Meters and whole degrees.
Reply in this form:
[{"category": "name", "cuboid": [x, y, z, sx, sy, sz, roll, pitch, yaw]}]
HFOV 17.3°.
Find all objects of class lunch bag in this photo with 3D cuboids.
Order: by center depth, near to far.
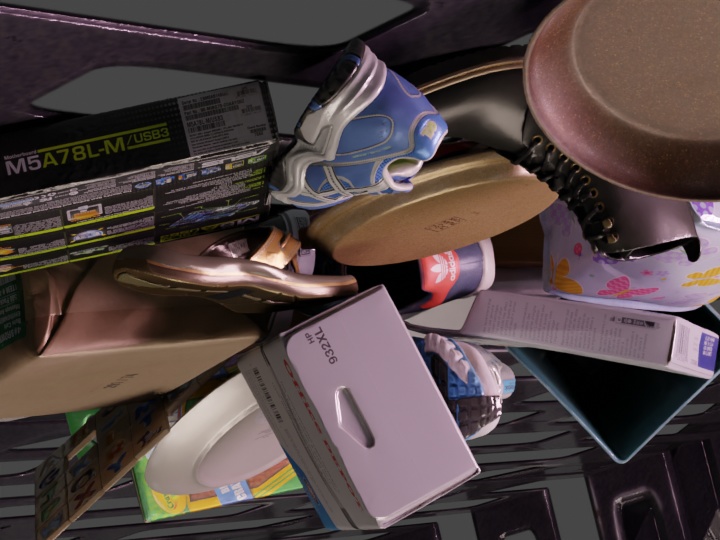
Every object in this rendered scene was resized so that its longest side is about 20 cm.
[{"category": "lunch bag", "cuboid": [0.251, -0.046, 1.728, 0.200, 0.127, 0.170, 9, 157, -35]}]

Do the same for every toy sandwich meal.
[{"category": "toy sandwich meal", "cuboid": [0.046, -0.061, 1.584, 0.205, 0.070, 0.205, -15, 167, -4]}]

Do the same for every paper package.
[{"category": "paper package", "cuboid": [-0.191, 0.032, 1.661, 0.190, 0.104, 0.200, -6, 167, -32]}]

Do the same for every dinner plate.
[{"category": "dinner plate", "cuboid": [-0.074, 0.118, 1.814, 0.200, 0.024, 0.200, -30, 157, -14]}]

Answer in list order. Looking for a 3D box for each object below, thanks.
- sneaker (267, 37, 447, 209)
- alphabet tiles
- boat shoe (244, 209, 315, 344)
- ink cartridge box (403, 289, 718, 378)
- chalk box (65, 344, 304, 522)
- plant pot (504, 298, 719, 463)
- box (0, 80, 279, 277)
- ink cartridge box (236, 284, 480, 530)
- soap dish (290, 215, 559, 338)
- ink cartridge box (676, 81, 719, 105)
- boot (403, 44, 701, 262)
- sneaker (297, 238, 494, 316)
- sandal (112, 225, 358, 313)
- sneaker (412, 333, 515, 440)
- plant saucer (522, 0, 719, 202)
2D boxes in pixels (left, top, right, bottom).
[{"category": "sneaker", "cuboid": [-0.002, -0.068, 1.410, 0.077, 0.076, 0.200, 33, 166, -1]}, {"category": "alphabet tiles", "cuboid": [-0.174, 0.115, 1.791, 0.200, 0.008, 0.167, -43, -164, 5]}, {"category": "boat shoe", "cuboid": [-0.083, 0.009, 1.759, 0.066, 0.070, 0.200, -6, 166, -15]}, {"category": "ink cartridge box", "cuboid": [0.153, 0.044, 1.754, 0.200, 0.041, 0.200, 8, 177, 17]}, {"category": "chalk box", "cuboid": [-0.142, 0.118, 1.955, 0.200, 0.125, 0.124, -13, -152, -4]}, {"category": "plant pot", "cuboid": [0.207, 0.045, 1.973, 0.141, 0.141, 0.200, -44, -173, 4]}, {"category": "box", "cuboid": [-0.152, -0.052, 1.457, 0.200, 0.048, 0.193, -13, 171, -7]}, {"category": "ink cartridge box", "cuboid": [-0.005, 0.098, 1.633, 0.084, 0.145, 0.200, -28, 180, -13]}, {"category": "soap dish", "cuboid": [0.050, 0.007, 1.858, 0.200, 0.081, 0.157, -24, 164, 41]}, {"category": "ink cartridge box", "cuboid": [0.285, -0.141, 1.477, 0.104, 0.059, 0.200, -23, 164, 38]}, {"category": "boot", "cuboid": [0.118, -0.065, 1.460, 0.200, 0.139, 0.077, -8, 167, -20]}, {"category": "sneaker", "cuboid": [0.000, 0.000, 1.735, 0.200, 0.075, 0.084, -12, 180, 43]}, {"category": "sandal", "cuboid": [-0.076, -0.006, 1.547, 0.200, 0.054, 0.080, 11, 165, -44]}, {"category": "sneaker", "cuboid": [0.077, 0.079, 1.698, 0.086, 0.075, 0.200, 3, -173, -16]}, {"category": "plant saucer", "cuboid": [0.195, -0.117, 1.373, 0.200, 0.037, 0.201, 8, 143, 6]}]
